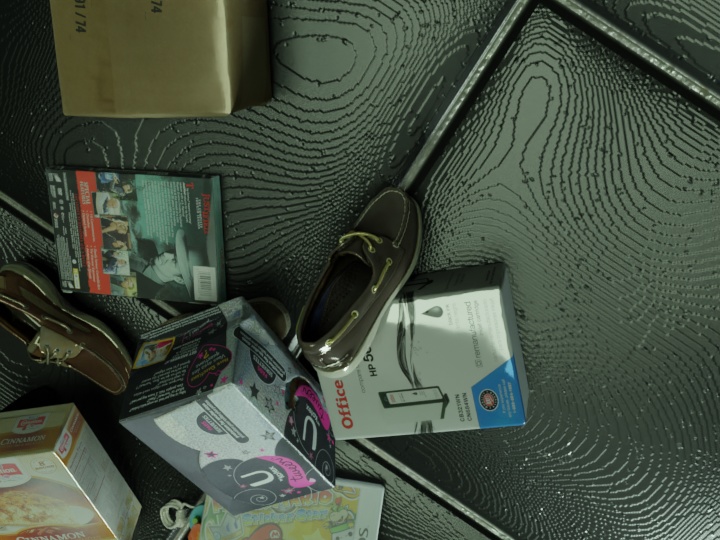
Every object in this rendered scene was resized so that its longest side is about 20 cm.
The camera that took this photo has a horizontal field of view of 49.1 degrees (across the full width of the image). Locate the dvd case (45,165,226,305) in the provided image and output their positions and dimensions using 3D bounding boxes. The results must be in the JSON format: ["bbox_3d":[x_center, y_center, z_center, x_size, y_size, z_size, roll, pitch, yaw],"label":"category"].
[{"bbox_3d":[-0.247,-0.039,0.869,0.199,0.022,0.146,4,109,14],"label":"dvd case"}]

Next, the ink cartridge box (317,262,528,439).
[{"bbox_3d":[0.058,0.084,0.798,0.199,0.084,0.146,-9,105,17],"label":"ink cartridge box"}]

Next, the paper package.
[{"bbox_3d":[-0.188,-0.249,0.739,0.190,0.103,0.201,4,110,15],"label":"paper package"}]

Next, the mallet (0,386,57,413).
[{"bbox_3d":[-0.422,0.241,0.985,0.041,0.066,0.201,24,114,19],"label":"mallet"}]

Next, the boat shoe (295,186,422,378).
[{"bbox_3d":[0.000,0.000,0.738,0.072,0.200,0.060,15,158,29],"label":"boat shoe"}]

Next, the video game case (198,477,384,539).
[{"bbox_3d":[-0.084,0.320,0.887,0.199,0.023,0.183,8,82,1],"label":"video game case"}]

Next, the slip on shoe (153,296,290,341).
[{"bbox_3d":[-0.173,0.085,0.870,0.199,0.061,0.076,-16,104,19],"label":"slip on shoe"}]

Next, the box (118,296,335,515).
[{"bbox_3d":[-0.124,0.145,0.804,0.132,0.115,0.200,-20,132,17],"label":"box"}]

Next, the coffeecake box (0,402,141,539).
[{"bbox_3d":[-0.375,0.256,0.930,0.153,0.073,0.200,-9,127,10],"label":"coffeecake box"}]

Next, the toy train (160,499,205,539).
[{"bbox_3d":[-0.184,0.367,0.935,0.150,0.056,0.201,-23,80,21],"label":"toy train"}]

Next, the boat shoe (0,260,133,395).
[{"bbox_3d":[-0.348,0.078,0.898,0.200,0.072,0.076,40,129,-3],"label":"boat shoe"}]
